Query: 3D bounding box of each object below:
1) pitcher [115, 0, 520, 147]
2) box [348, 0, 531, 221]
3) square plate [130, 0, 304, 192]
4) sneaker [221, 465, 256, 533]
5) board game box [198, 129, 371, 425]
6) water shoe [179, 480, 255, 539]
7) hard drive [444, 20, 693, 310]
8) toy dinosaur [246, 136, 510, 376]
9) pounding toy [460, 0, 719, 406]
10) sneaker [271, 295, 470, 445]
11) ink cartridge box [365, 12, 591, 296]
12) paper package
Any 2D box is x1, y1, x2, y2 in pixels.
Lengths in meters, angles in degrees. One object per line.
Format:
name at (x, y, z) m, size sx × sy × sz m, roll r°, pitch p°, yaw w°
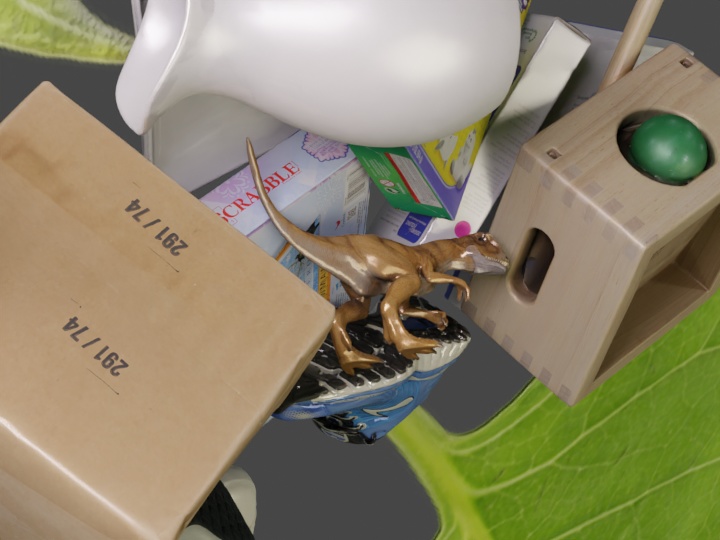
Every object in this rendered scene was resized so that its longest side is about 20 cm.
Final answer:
pitcher at (-0.019, -0.152, 1.153) m, size 0.199 × 0.121 × 0.173 m, roll 1°, pitch 105°, yaw -20°
box at (0.054, -0.143, 1.305) m, size 0.117 × 0.048 × 0.201 m, roll 50°, pitch 54°, yaw -63°
square plate at (-0.052, -0.155, 1.248) m, size 0.199 × 0.028 × 0.199 m, roll -30°, pitch 138°, yaw -30°
sneaker at (-0.095, 0.228, 1.474) m, size 0.073 × 0.085 × 0.201 m, roll -8°, pitch 123°, yaw -43°
board game box at (-0.078, 0.030, 1.323) m, size 0.199 × 0.041 × 0.201 m, roll -37°, pitch 150°, yaw -33°
water shoe at (-0.130, 0.153, 1.277) m, size 0.079 × 0.072 × 0.200 m, roll -36°, pitch 162°, yaw 13°
hard drive at (0.140, -0.065, 1.484) m, size 0.132 × 0.025 × 0.201 m, roll 2°, pitch 117°, yaw -49°
toy dinosaur at (0.000, 0.000, 1.280) m, size 0.199 × 0.107 × 0.060 m, roll 11°, pitch 153°, yaw -41°
pounding toy at (0.164, -0.062, 1.387) m, size 0.184 × 0.142 × 0.201 m, roll -34°, pitch 155°, yaw -35°
sneaker at (-0.003, 0.074, 1.371) m, size 0.200 × 0.078 × 0.090 m, roll -8°, pitch 128°, yaw -59°
ink cartridge box at (0.065, -0.070, 1.386) m, size 0.037 × 0.095 × 0.201 m, roll 34°, pitch 89°, yaw -20°
paper package at (-0.141, 0.040, 1.108) m, size 0.191 × 0.200 × 0.104 m, roll -53°, pitch 178°, yaw -39°
